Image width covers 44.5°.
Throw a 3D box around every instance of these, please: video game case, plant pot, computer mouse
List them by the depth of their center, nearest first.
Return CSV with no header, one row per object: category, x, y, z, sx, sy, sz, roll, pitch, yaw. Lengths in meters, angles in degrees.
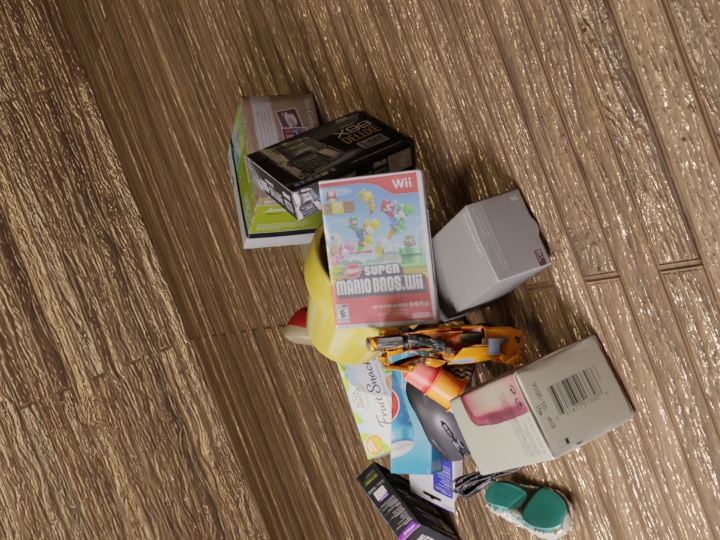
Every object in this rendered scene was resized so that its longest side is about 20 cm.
video game case,0.024,-0.025,1.153,0.017,0.142,0.201,-24,-71,-70
computer mouse,0.156,0.220,1.256,0.201,0.140,0.046,64,-167,-1
plant pot,0.004,0.037,1.319,0.201,0.200,0.189,56,145,26

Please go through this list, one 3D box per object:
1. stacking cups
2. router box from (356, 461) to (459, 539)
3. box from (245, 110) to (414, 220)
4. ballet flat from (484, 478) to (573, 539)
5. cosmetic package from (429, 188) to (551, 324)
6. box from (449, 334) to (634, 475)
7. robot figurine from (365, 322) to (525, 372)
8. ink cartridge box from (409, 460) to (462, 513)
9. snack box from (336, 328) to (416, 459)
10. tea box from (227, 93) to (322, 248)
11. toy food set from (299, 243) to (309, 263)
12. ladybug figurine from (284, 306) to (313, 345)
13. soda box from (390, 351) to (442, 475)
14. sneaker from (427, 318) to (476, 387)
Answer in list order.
stacking cups,0.152,0.181,1.217,0.200,0.061,0.061,36,152,3
router box,0.090,0.436,1.583,0.149,0.051,0.200,48,-176,39
box,-0.045,-0.158,1.286,0.158,0.199,0.050,40,149,49
ballet flat,0.254,0.346,1.263,0.200,0.072,0.072,2,112,68
cosmetic package,0.150,-0.013,1.127,0.107,0.090,0.200,67,160,13
box,0.216,0.170,1.086,0.109,0.127,0.200,65,157,9
robot figurine,0.107,0.100,1.152,0.145,0.199,0.059,130,137,-84
ink cartridge box,0.127,0.321,1.501,0.094,0.037,0.201,19,129,30
snack box,0.048,0.192,1.448,0.142,0.053,0.201,-27,74,26
tea box,-0.143,-0.170,1.528,0.197,0.133,0.201,122,139,-61
toy food set,-0.057,-0.031,1.629,0.200,0.060,0.144,125,132,-62
ladybug figurine,-0.060,0.106,1.648,0.199,0.135,0.072,2,86,38
soda box,0.088,0.211,1.360,0.064,0.068,0.201,18,-108,-67
sneaker,0.140,0.168,1.327,0.090,0.075,0.201,-38,-56,-85
